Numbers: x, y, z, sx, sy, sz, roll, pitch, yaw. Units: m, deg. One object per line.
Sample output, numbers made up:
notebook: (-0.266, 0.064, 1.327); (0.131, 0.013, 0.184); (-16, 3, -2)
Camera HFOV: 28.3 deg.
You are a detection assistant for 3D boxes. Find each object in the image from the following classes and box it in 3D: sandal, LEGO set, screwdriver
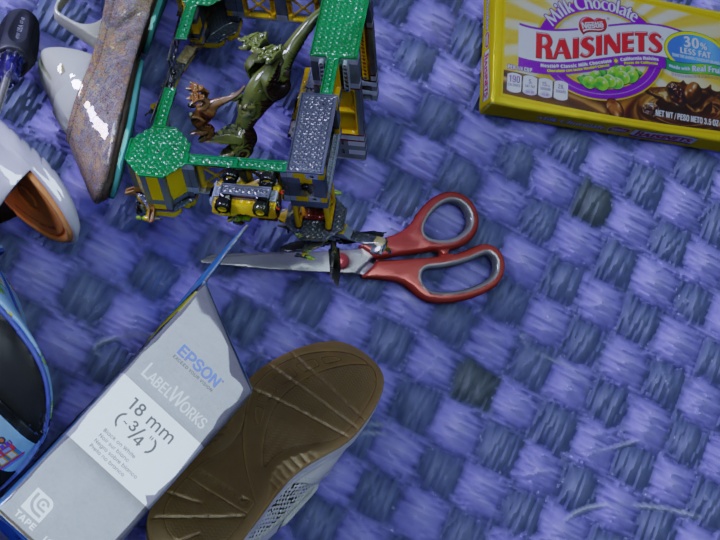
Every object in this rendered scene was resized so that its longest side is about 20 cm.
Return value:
sandal: (-0.252, -0.073, 0.830); (0.207, 0.079, 0.059); (41, 65, 4)
LEGO set: (-0.058, -0.085, 0.877); (0.153, 0.116, 0.200); (-1, 56, 3)
screwdriver: (-0.200, -0.099, 0.811); (0.028, 0.200, 0.029); (-39, 123, 18)

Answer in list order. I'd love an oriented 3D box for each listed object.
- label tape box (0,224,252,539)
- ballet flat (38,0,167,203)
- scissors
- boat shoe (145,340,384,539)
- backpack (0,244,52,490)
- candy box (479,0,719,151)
label tape box: (-0.118, 0.081, 0.799); (0.063, 0.144, 0.200); (42, 70, -5)
ballet flat: (-0.160, -0.135, 0.880); (0.067, 0.068, 0.200); (15, 64, -10)
scissors: (0.000, 0.000, 0.923); (0.200, 0.014, 0.073); (-15, 85, -21)
boat shoe: (-0.060, 0.118, 0.854); (0.071, 0.069, 0.200); (36, 49, 15)
backpack: (-0.259, 0.037, 0.752); (0.183, 0.135, 0.200); (-42, 103, 7)
candy box: (0.181, -0.146, 1.006); (0.200, 0.026, 0.102); (7, 73, -16)
